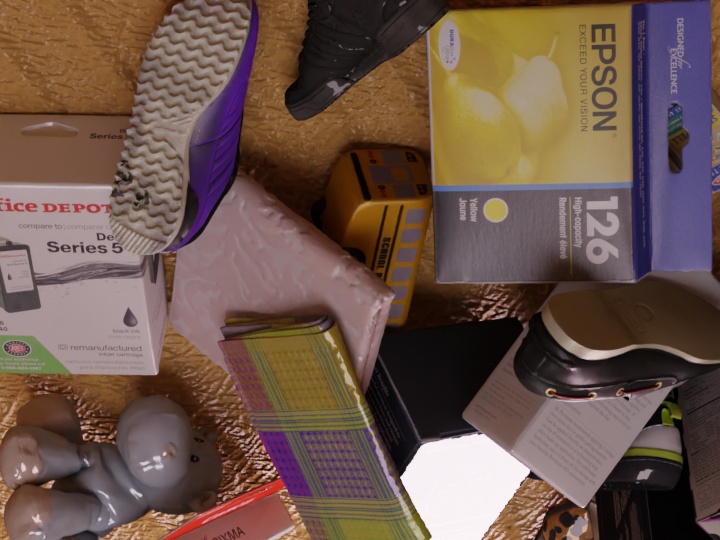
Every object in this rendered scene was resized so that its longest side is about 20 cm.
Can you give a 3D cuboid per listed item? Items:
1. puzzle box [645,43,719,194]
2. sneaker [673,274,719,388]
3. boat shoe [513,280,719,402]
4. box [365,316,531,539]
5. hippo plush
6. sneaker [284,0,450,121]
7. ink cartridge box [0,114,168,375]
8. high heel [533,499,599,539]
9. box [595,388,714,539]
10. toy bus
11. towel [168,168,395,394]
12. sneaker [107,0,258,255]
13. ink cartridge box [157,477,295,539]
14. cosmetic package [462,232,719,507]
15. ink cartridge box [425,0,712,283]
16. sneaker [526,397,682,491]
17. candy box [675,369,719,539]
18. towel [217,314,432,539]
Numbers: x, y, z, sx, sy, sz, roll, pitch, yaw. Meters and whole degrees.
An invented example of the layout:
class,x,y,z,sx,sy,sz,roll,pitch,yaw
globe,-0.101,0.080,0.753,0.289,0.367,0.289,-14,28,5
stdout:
class,x,y,z,sx,sy,sz,roll,pitch,yaw
puzzle box,0.185,-0.079,1.310,0.200,0.025,0.133,-31,125,27
sneaker,0.213,0.058,1.404,0.088,0.075,0.200,36,127,-20
boat shoe,0.192,0.053,1.232,0.201,0.074,0.063,-1,137,-39
box,0.053,0.145,1.423,0.148,0.107,0.200,-5,143,-31
hippo plush,-0.202,0.193,1.487,0.160,0.160,0.200,-12,130,15
sneaker,-0.012,-0.188,1.198,0.104,0.060,0.200,49,137,-10
ink cartridge box,-0.233,-0.017,1.348,0.145,0.084,0.200,1,132,3
high heel,0.252,0.281,1.600,0.199,0.072,0.143,20,137,-3
box,0.254,0.214,1.455,0.079,0.200,0.141,9,133,-6
toy bus,0.000,0.000,1.358,0.078,0.065,0.200,-3,134,-15
towel,-0.066,0.026,1.341,0.200,0.032,0.191,37,139,23
sneaker,-0.117,-0.107,1.255,0.069,0.099,0.201,23,96,21
ink cartridge box,-0.125,0.235,1.506,0.173,0.200,0.044,-34,80,35
cosmetic package,0.180,0.065,1.310,0.101,0.071,0.200,40,86,-37
ink cartridge box,0.149,-0.089,1.227,0.199,0.047,0.198,-1,101,10
sneaker,0.200,0.134,1.401,0.071,0.083,0.200,12,169,-27
candy box,0.317,0.151,1.394,0.061,0.200,0.136,-31,123,27
towel,-0.029,0.123,1.328,0.143,0.023,0.201,-9,110,50
